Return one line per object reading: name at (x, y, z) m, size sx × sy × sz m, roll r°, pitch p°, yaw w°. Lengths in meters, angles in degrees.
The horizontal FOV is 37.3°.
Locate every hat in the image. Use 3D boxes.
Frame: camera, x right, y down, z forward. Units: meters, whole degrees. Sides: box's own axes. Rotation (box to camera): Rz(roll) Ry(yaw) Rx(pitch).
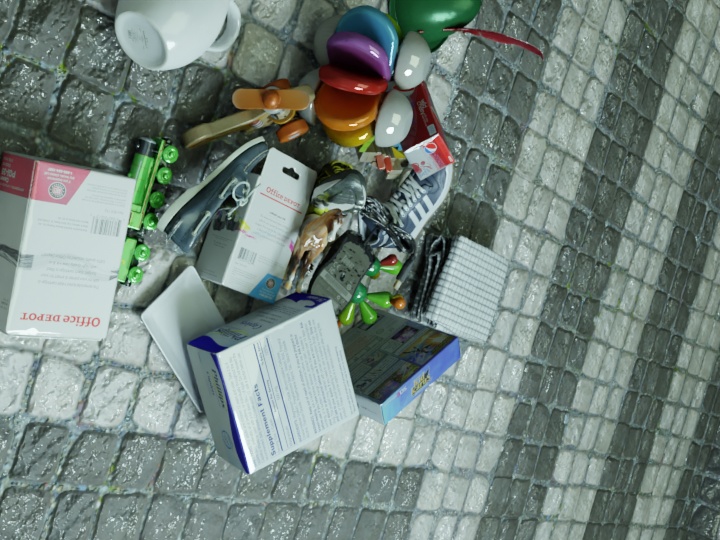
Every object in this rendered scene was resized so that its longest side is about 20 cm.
hat at (0.171, -0.419, 1.692) m, size 0.198 × 0.174 × 0.169 m, roll -16°, pitch 114°, yaw -45°

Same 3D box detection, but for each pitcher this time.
pitcher at (-0.213, -0.320, 1.344) m, size 0.201 × 0.119 × 0.173 m, roll -55°, pitch 153°, yaw -37°

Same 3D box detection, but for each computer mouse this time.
computer mouse at (0.000, 0.000, 1.647) m, size 0.140 × 0.046 × 0.202 m, roll 37°, pitch 74°, yaw -25°

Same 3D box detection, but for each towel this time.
towel at (0.174, 0.030, 1.917) m, size 0.199 × 0.085 × 0.169 m, roll 20°, pitch 88°, yaw -51°

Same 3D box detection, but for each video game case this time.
video game case at (0.033, 0.150, 1.713) m, size 0.199 × 0.179 × 0.046 m, roll -36°, pitch 127°, yaw -36°

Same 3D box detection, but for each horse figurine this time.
horse figurine at (-0.073, -0.036, 1.569) m, size 0.049 × 0.200 × 0.134 m, roll 25°, pitch 92°, yaw -6°

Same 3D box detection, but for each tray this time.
tray at (-0.237, 0.097, 1.509) m, size 0.108 × 0.022 × 0.202 m, roll -47°, pitch 133°, yaw -28°

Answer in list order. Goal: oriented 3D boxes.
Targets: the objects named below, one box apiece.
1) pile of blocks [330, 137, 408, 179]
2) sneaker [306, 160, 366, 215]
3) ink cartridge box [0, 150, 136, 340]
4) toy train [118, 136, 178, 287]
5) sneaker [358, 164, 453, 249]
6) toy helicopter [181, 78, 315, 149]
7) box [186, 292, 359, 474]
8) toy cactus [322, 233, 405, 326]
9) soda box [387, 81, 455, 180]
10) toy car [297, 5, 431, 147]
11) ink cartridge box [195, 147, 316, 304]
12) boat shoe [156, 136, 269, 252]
pile of blocks at (0.030, -0.195, 1.662) m, size 0.199 × 0.081 × 0.063 m, roll 23°, pitch 42°, yaw -50°
sneaker at (-0.037, -0.128, 1.571) m, size 0.073 × 0.200 × 0.086 m, roll 13°, pitch 77°, yaw -14°
ink cartridge box at (-0.364, -0.027, 1.275) m, size 0.145 × 0.082 × 0.204 m, roll 8°, pitch 96°, yaw -50°
toy train at (-0.289, -0.079, 1.382) m, size 0.056 × 0.041 × 0.204 m, roll 16°, pitch 90°, yaw -39°
sneaker at (0.068, -0.112, 1.713) m, size 0.107 × 0.070 × 0.202 m, roll -5°, pitch 135°, yaw -44°
toy helicopter at (-0.148, -0.208, 1.446) m, size 0.197 × 0.132 × 0.080 m, roll -24°, pitch 91°, yaw -23°
box at (-0.123, 0.154, 1.518) m, size 0.198 × 0.104 × 0.187 m, roll -24°, pitch 109°, yaw -31°
toy cactus at (-0.015, 0.021, 1.692) m, size 0.199 × 0.102 × 0.167 m, roll -35°, pitch 113°, yaw -16°
soda box at (0.085, -0.236, 1.648) m, size 0.063 × 0.202 × 0.070 m, roll -26°, pitch 135°, yaw 13°
toy car at (-0.003, -0.283, 1.514) m, size 0.150 × 0.172 × 0.204 m, roll 43°, pitch 65°, yaw -74°
ink cartridge box at (-0.147, -0.068, 1.523) m, size 0.114 × 0.067 × 0.203 m, roll 24°, pitch 84°, yaw -51°
boat shoe at (-0.183, -0.103, 1.414) m, size 0.062 × 0.075 × 0.200 m, roll 44°, pitch 55°, yaw -1°
